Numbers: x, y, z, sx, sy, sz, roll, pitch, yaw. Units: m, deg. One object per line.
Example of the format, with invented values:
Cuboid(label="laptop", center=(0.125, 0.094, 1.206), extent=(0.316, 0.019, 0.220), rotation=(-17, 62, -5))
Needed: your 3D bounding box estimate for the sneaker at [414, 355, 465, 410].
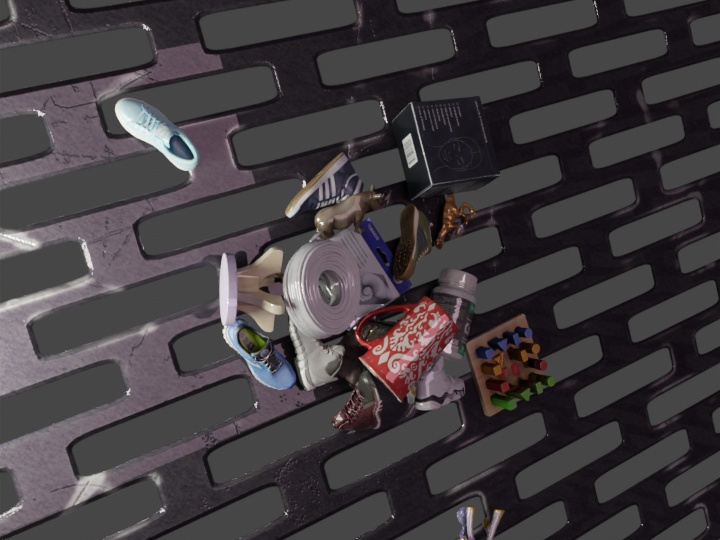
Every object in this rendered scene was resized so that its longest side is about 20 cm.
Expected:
Cuboid(label="sneaker", center=(0.188, 0.252, 1.725), extent=(0.198, 0.074, 0.118), rotation=(-11, 97, -55))

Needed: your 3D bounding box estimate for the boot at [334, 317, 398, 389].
Cuboid(label="boot", center=(0.025, 0.192, 1.670), extent=(0.197, 0.069, 0.177), rotation=(25, 78, 7))

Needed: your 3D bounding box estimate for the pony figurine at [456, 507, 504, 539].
Cuboid(label="pony figurine", center=(0.276, 0.685, 1.772), extent=(0.190, 0.165, 0.205), rotation=(16, 68, -32))

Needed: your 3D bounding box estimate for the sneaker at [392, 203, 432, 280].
Cuboid(label="sneaker", center=(0.134, -0.054, 1.714), extent=(0.089, 0.067, 0.204), rotation=(31, 52, -32))

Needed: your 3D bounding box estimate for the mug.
Cuboid(label="mug", center=(0.097, 0.151, 1.577), extent=(0.200, 0.133, 0.178), rotation=(-45, 109, -6))

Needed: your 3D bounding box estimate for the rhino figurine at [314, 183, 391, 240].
Cuboid(label="rhino figurine", center=(-0.015, -0.128, 1.612), extent=(0.197, 0.060, 0.088), rotation=(-29, 135, -8))

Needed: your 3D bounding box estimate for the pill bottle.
Cuboid(label="pill bottle", center=(0.213, 0.106, 1.747), extent=(0.111, 0.113, 0.204), rotation=(20, 79, -23))

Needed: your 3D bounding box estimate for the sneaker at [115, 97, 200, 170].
Cuboid(label="sneaker", center=(-0.403, -0.284, 1.476), extent=(0.199, 0.082, 0.075), rotation=(36, 75, -21))

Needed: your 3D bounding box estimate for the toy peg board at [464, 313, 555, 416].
Cuboid(label="toy peg board", center=(0.389, 0.241, 1.841), extent=(0.197, 0.097, 0.203), rotation=(-23, 99, -24))

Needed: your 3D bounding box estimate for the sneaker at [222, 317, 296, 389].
Cuboid(label="sneaker", center=(-0.211, 0.186, 1.561), extent=(0.200, 0.089, 0.079), rotation=(46, 74, -18))

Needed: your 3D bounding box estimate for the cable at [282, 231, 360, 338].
Cuboid(label="cable", center=(-0.076, 0.038, 1.525), extent=(0.200, 0.068, 0.203), rotation=(-42, 115, -45))

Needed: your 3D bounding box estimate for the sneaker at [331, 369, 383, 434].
Cuboid(label="sneaker", center=(-0.013, 0.310, 1.623), extent=(0.113, 0.076, 0.202), rotation=(-19, 138, -14))

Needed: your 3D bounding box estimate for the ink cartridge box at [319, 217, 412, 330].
Cuboid(label="ink cartridge box", center=(0.000, 0.000, 1.659), extent=(0.198, 0.041, 0.201), rotation=(-32, 85, -23))

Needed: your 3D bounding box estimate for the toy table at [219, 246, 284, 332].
Cuboid(label="toy table", center=(-0.225, 0.041, 1.493), extent=(0.114, 0.201, 0.187), rotation=(3, 124, -17))

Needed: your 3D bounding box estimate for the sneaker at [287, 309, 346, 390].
Cuboid(label="sneaker", center=(-0.091, 0.158, 1.611), extent=(0.113, 0.075, 0.204), rotation=(-12, 105, 1))

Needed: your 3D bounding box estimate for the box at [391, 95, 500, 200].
Cuboid(label="box", center=(0.201, -0.290, 1.722), extent=(0.193, 0.124, 0.205), rotation=(-10, 82, -23))

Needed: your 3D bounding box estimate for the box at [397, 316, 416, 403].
Cuboid(label="box", center=(0.121, 0.213, 1.739), extent=(0.038, 0.041, 0.205), rotation=(-7, 94, 12))

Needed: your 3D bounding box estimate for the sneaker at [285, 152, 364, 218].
Cuboid(label="sneaker", center=(-0.072, -0.162, 1.640), extent=(0.200, 0.070, 0.109), rotation=(-47, 106, -21))

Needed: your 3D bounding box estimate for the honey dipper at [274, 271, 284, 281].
Cuboid(label="honey dipper", center=(-0.143, 0.046, 1.625), extent=(0.200, 0.038, 0.038), rotation=(43, 73, -16))

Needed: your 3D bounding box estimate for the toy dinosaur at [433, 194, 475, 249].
Cuboid(label="toy dinosaur", center=(0.224, -0.152, 1.786), extent=(0.104, 0.060, 0.205), rotation=(7, 86, -23))
